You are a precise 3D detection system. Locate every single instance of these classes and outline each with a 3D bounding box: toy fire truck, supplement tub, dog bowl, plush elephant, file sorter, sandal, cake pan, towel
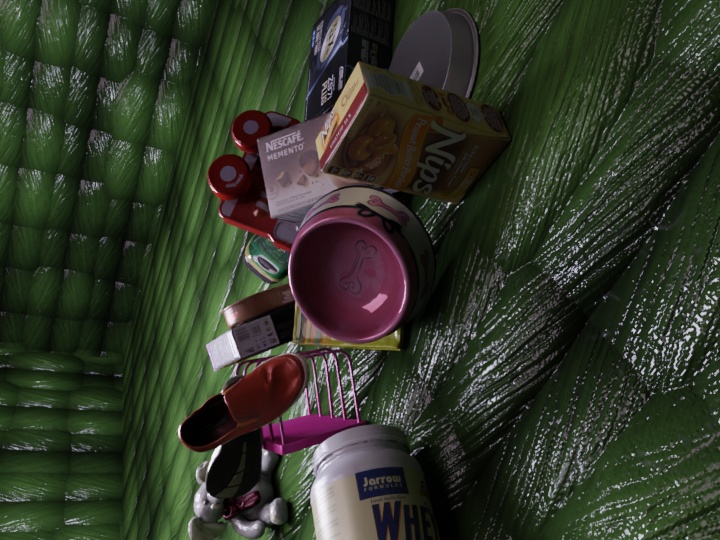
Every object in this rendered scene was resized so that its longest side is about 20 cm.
[{"bbox_3d":[-0.130,-0.142,0.954,0.113,0.164,0.204,89,-158,-69],"label":"toy fire truck"},{"bbox_3d":[0.018,0.299,0.703,0.146,0.141,0.204,-55,37,39],"label":"supplement tub"},{"bbox_3d":[-0.006,0.001,0.785,0.204,0.197,0.074,-64,-8,28],"label":"dog bowl"},{"bbox_3d":[-0.242,0.425,1.158,0.201,0.151,0.168,-54,37,40],"label":"plush elephant"},{"bbox_3d":[-0.103,0.193,0.951,0.199,0.136,0.130,-17,82,60],"label":"file sorter"},{"bbox_3d":[-0.177,0.242,0.895,0.057,0.077,0.207,-126,46,-68],"label":"sandal"},{"bbox_3d":[0.090,-0.267,0.860,0.199,0.036,0.207,-29,56,57],"label":"cake pan"},{"bbox_3d":[-0.022,0.069,0.898,0.196,0.018,0.089,-2,86,37],"label":"towel"}]

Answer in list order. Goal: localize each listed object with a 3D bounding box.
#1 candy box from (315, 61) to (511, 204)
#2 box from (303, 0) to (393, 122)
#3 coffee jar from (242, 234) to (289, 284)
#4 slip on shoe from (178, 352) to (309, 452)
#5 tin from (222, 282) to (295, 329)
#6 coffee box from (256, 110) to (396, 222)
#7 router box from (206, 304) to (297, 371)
[{"bbox_3d":[0.060,-0.149,0.704,0.116,0.195,0.057,-51,41,43],"label":"candy box"},{"bbox_3d":[-0.022,-0.351,1.053,0.163,0.084,0.207,-14,69,60],"label":"box"},{"bbox_3d":[-0.155,-0.048,1.195,0.199,0.104,0.086,-33,22,55],"label":"coffee jar"},{"bbox_3d":[-0.153,0.176,0.810,0.075,0.197,0.061,60,180,11],"label":"slip on shoe"},{"bbox_3d":[-0.144,0.054,1.053,0.111,0.197,0.043,-34,78,43],"label":"tin"},{"bbox_3d":[-0.033,-0.148,0.840,0.195,0.079,0.117,-14,84,20],"label":"coffee box"},{"bbox_3d":[-0.142,0.100,1.021,0.148,0.196,0.052,-29,82,57],"label":"router box"}]
